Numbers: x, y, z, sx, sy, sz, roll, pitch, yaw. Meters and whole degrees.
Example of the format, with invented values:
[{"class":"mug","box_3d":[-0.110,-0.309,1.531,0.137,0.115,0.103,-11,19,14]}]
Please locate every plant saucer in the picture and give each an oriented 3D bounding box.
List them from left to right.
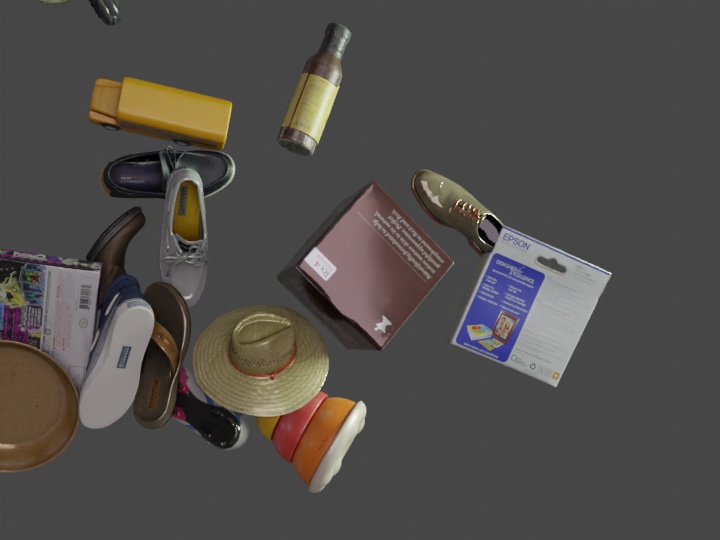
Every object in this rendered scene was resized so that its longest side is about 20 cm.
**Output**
[{"class":"plant saucer","box_3d":[-0.477,0.177,1.185,0.195,0.036,0.205,-3,113,-8]}]

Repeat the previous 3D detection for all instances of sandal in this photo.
[{"class":"sandal","box_3d":[-0.284,0.115,1.214,0.078,0.054,0.205,2,78,18]}]

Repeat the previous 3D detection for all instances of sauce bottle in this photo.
[{"class":"sauce bottle","box_3d":[-0.065,-0.277,1.337,0.064,0.065,0.204,23,82,-11]}]

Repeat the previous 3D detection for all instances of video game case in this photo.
[{"class":"video game case","box_3d":[-0.449,0.075,1.187,0.177,0.036,0.204,7,111,-12]}]

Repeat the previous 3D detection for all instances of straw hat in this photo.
[{"class":"straw hat","box_3d":[-0.138,0.102,1.234,0.196,0.086,0.204,5,51,-6]}]

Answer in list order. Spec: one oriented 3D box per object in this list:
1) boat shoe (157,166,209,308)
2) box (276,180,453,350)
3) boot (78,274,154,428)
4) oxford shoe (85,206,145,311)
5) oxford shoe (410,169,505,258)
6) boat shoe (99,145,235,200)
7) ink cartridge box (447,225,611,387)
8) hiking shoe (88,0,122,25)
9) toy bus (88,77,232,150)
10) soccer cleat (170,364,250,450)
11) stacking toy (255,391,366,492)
[{"class":"boat shoe","box_3d":[-0.244,-0.037,1.237,0.073,0.086,0.207,2,106,-17]},{"class":"box","box_3d":[0.000,0.000,1.263,0.166,0.200,0.165,44,77,-7]},{"class":"boot","box_3d":[-0.333,0.110,1.189,0.072,0.091,0.203,16,112,-33]},{"class":"oxford shoe","box_3d":[-0.355,0.003,1.245,0.084,0.073,0.202,33,91,-11]},{"class":"oxford shoe","box_3d":[0.166,-0.093,1.375,0.198,0.075,0.071,36,79,-9]},{"class":"boat shoe","box_3d":[-0.278,-0.140,1.276,0.195,0.062,0.077,-6,85,-16]},{"class":"ink cartridge box","box_3d":[0.262,0.056,1.374,0.194,0.047,0.204,22,99,-10]},{"class":"hiking shoe","box_3d":[-0.363,-0.460,1.271,0.098,0.076,0.205,-15,89,-11]},{"class":"toy bus","box_3d":[-0.289,-0.228,1.270,0.195,0.078,0.067,11,83,-13]},{"class":"soccer cleat","box_3d":[-0.241,0.190,1.263,0.199,0.086,0.070,37,89,15]},{"class":"stacking toy","box_3d":[-0.101,0.210,1.277,0.198,0.146,0.148,32,79,8]}]
